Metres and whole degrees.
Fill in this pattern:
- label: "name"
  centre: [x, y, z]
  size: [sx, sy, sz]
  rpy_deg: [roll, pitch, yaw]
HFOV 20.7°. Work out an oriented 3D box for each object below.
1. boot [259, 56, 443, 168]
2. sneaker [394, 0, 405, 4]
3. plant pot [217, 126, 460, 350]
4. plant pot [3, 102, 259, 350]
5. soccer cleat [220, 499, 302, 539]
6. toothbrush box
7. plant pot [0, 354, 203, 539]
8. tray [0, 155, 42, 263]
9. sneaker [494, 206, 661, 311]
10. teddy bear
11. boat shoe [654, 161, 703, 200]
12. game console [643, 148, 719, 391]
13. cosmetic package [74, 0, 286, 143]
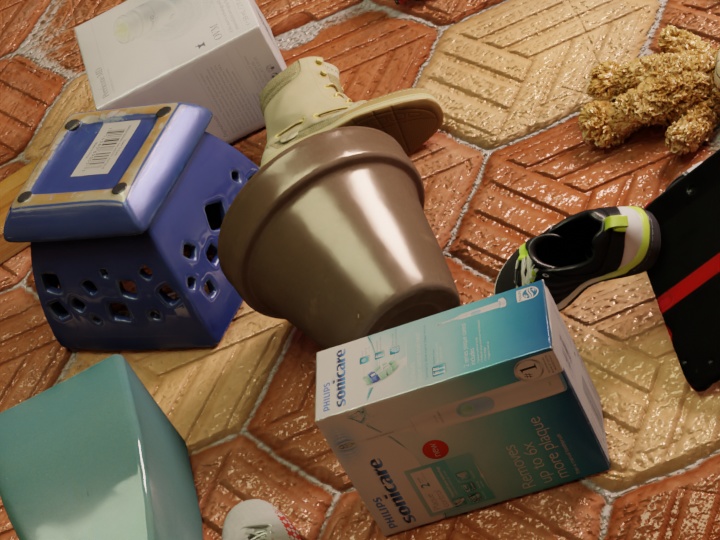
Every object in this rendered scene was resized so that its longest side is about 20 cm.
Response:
- label: "boot"
  centre: [-0.014, -0.169, 2.040]
  size: [0.200, 0.073, 0.155]
  rpy_deg: [-24, 39, 16]
- label: "sneaker"
  centre: [0.063, -0.381, 2.251]
  size: [0.082, 0.078, 0.200]
  rpy_deg: [-17, 47, 9]
- label: "plant pot"
  centre: [0.000, 0.000, 1.760]
  size: [0.200, 0.200, 0.175]
  rpy_deg: [-34, 55, -7]
- label: "plant pot"
  centre: [-0.219, -0.051, 1.944]
  size: [0.200, 0.180, 0.200]
  rpy_deg: [-3, 44, 32]
- label: "soccer cleat"
  centre: [-0.081, 0.242, 1.582]
  size: [0.069, 0.085, 0.200]
  rpy_deg: [-25, 37, 6]
- label: "toothbrush box"
  centre: [0.081, 0.112, 1.581]
  size: [0.200, 0.146, 0.085]
  rpy_deg: [-17, 38, 14]
- label: "plant pot"
  centre: [-0.216, 0.209, 1.676]
  size: [0.141, 0.141, 0.200]
  rpy_deg: [-27, 44, 3]
- label: "tray"
  centre: [-0.415, -0.043, 2.183]
  size: [0.200, 0.037, 0.099]
  rpy_deg: [-35, 37, -7]
- label: "sneaker"
  centre: [0.166, -0.016, 1.674]
  size: [0.200, 0.083, 0.072]
  rpy_deg: [-29, 59, 48]
- label: "teddy bear"
  centre: [0.295, -0.173, 1.847]
  size: [0.200, 0.067, 0.145]
  rpy_deg: [9, 53, 40]
- label: "boat shoe"
  centre: [0.310, -0.026, 1.658]
  size: [0.068, 0.072, 0.200]
  rpy_deg: [-34, 36, -5]
- label: "game console"
  centre: [0.314, -0.022, 1.584]
  size: [0.200, 0.031, 0.177]
  rpy_deg: [-41, 52, 34]
- label: "cosmetic package"
  centre: [-0.194, -0.226, 2.186]
  size: [0.200, 0.123, 0.199]
  rpy_deg: [-28, 36, 3]
